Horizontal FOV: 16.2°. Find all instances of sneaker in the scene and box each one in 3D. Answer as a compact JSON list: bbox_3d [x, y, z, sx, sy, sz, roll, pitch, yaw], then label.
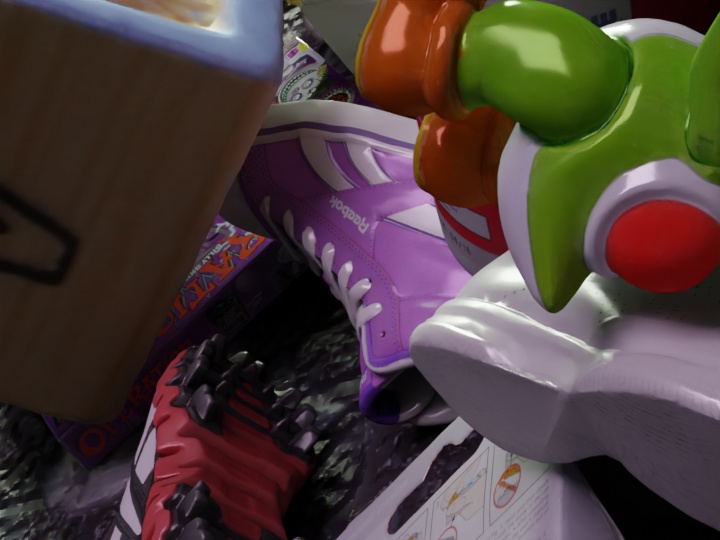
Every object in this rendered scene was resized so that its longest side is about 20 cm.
[{"bbox_3d":[-0.064,0.099,0.952,0.098,0.071,0.201,-53,15,21],"label":"sneaker"},{"bbox_3d":[0.099,0.019,0.711,0.089,0.075,0.200,-48,36,-17],"label":"sneaker"},{"bbox_3d":[0.000,0.000,0.990,0.200,0.073,0.115,8,62,39],"label":"sneaker"}]

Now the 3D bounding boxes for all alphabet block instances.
[{"bbox_3d":[-0.154,-0.089,1.030,0.196,0.195,0.200,-90,23,-48],"label":"alphabet block"}]

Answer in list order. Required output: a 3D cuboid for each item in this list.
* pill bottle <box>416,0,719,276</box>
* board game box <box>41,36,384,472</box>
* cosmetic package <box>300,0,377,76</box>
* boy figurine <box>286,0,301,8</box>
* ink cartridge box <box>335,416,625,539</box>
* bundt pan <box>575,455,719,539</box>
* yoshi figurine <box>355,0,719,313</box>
[{"bbox_3d":[0.066,-0.094,0.855,0.111,0.201,0.113,-8,42,7],"label":"pill bottle"},{"bbox_3d":[-0.073,-0.012,1.127,0.200,0.032,0.120,-43,39,-3],"label":"board game box"},{"bbox_3d":[0.066,-0.174,1.129,0.101,0.074,0.201,-1,52,43],"label":"cosmetic package"},{"bbox_3d":[-0.020,-0.179,1.227,0.124,0.065,0.201,-24,35,19],"label":"boy figurine"},{"bbox_3d":[0.036,0.133,0.800,0.162,0.050,0.201,-48,21,38],"label":"ink cartridge box"},{"bbox_3d":[0.151,0.058,0.739,0.202,0.075,0.203,-33,50,51],"label":"bundt pan"},{"bbox_3d":[0.107,-0.049,0.672,0.199,0.113,0.112,18,29,29],"label":"yoshi figurine"}]
